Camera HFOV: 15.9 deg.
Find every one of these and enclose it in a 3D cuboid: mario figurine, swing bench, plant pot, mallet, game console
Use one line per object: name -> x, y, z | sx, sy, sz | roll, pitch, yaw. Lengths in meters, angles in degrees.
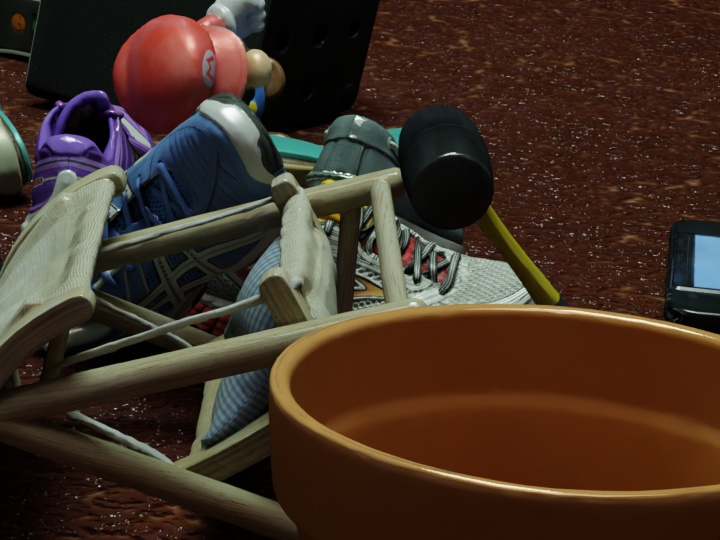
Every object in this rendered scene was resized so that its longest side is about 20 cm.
mario figurine -> -0.073, -0.110, 1.592 | 0.123, 0.106, 0.200 | 44, 5, 14
swing bench -> -0.078, 0.036, 1.127 | 0.199, 0.130, 0.199 | 4, 18, -3
plant pot -> 0.063, 0.106, 0.901 | 0.199, 0.141, 0.200 | 4, 16, -1
plant pot -> -0.095, -0.199, 1.840 | 0.177, 0.200, 0.200 | 27, 26, 28
mallet -> 0.083, 0.013, 1.184 | 0.041, 0.200, 0.066 | -34, 15, 11
game console -> 0.267, -0.036, 1.472 | 0.175, 0.117, 0.200 | 6, 16, 7

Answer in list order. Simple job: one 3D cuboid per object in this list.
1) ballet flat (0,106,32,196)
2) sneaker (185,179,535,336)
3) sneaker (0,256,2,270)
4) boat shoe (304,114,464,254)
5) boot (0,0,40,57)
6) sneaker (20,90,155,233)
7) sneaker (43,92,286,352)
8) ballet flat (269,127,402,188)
ballet flat -> -0.258, -0.093, 1.653 | 0.069, 0.070, 0.200 | -1, 18, -15
sneaker -> 0.000, 0.000, 1.336 | 0.199, 0.082, 0.078 | 7, 29, 10
sneaker -> -0.260, -0.018, 1.408 | 0.087, 0.076, 0.200 | -20, 21, -22
boat shoe -> 0.019, -0.046, 1.465 | 0.073, 0.062, 0.200 | 9, -3, 18
boot -> -0.236, -0.212, 2.042 | 0.200, 0.073, 0.144 | 23, 24, 29
sneaker -> -0.157, -0.074, 1.562 | 0.080, 0.084, 0.200 | 4, 16, -1
sneaker -> -0.100, -0.013, 1.271 | 0.077, 0.200, 0.076 | -27, 74, -40
ballet flat -> -0.018, -0.049, 1.533 | 0.069, 0.063, 0.200 | 20, 17, 41
